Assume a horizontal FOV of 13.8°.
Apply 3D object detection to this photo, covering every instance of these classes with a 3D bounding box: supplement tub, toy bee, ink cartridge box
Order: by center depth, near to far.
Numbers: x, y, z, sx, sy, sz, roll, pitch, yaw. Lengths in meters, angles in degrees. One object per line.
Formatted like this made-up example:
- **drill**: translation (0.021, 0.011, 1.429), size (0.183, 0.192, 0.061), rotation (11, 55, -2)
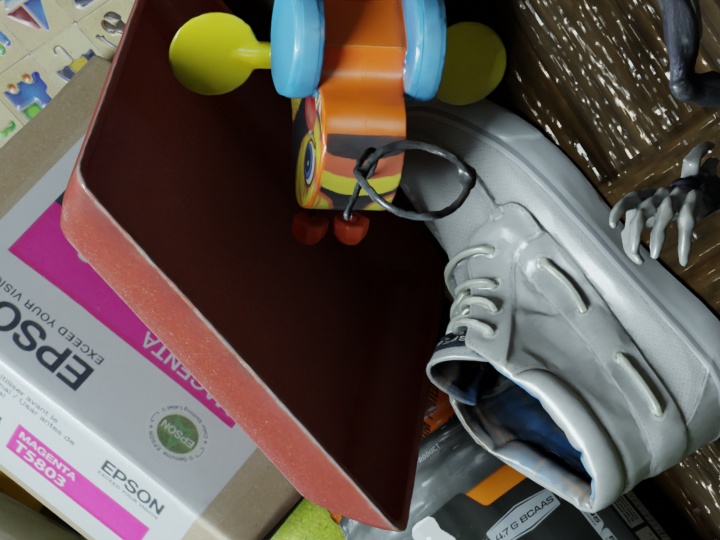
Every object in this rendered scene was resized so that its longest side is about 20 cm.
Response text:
- **toy bee**: translation (-0.014, -0.068, 1.190), size (0.131, 0.200, 0.109), rotation (18, 136, 0)
- **supplement tub**: translation (0.078, 0.143, 1.274), size (0.200, 0.122, 0.123), rotation (50, 148, 13)
- **ink cartridge box**: translation (-0.095, 0.028, 1.306), size (0.200, 0.165, 0.075), rotation (38, 142, 2)

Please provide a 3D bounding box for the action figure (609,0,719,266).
- **action figure**: translation (0.146, -0.034, 1.045), size (0.119, 0.102, 0.200), rotation (-17, 101, 47)

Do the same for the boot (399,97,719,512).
- **boot**: translation (0.059, 0.010, 1.211), size (0.200, 0.096, 0.074), rotation (43, 146, 25)

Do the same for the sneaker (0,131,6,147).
- **sneaker**: translation (-0.170, -0.133, 1.444), size (0.087, 0.074, 0.201), rotation (-72, -34, -81)

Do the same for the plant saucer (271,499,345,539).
- **plant saucer**: translation (-0.031, 0.182, 1.510), size (0.200, 0.048, 0.200), rotation (46, 155, 21)

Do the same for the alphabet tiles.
- **alphabet tiles**: translation (-0.096, -0.059, 1.373), size (0.166, 0.006, 0.200), rotation (-29, 110, 39)

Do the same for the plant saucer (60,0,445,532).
- **plant saucer**: translation (-0.045, -0.011, 1.214), size (0.037, 0.200, 0.200), rotation (-32, 114, 24)

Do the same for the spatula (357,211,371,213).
- **spatula**: translation (0.000, 0.000, 1.355), size (0.056, 0.021, 0.200), rotation (2, 128, 24)

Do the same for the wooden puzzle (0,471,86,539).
- **wooden puzzle**: translation (-0.185, 0.121, 1.639), size (0.185, 0.046, 0.200), rotation (35, 176, -39)
